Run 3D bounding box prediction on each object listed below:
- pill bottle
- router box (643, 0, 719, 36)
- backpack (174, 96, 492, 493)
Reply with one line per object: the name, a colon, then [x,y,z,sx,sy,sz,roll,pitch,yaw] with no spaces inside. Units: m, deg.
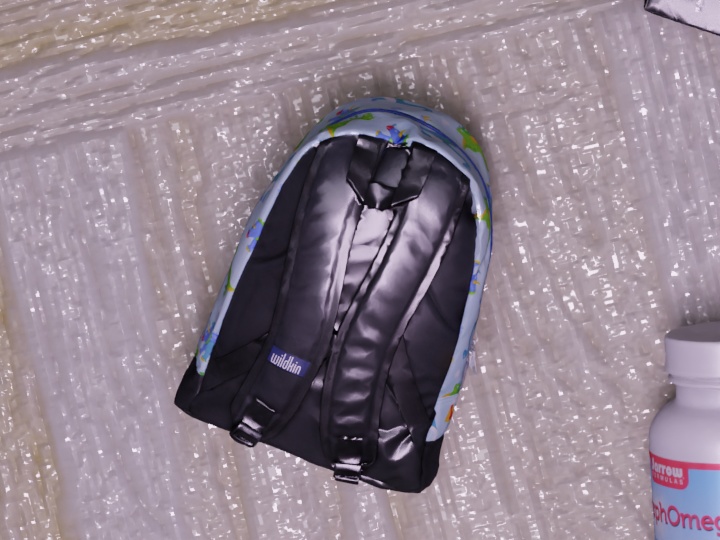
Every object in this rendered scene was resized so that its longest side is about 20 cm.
pill bottle: [0.221,0.133,1.586,0.108,0.109,0.200,-4,97,8]
router box: [0.260,-0.218,1.559,0.149,0.051,0.200,19,100,2]
backpack: [0.000,0.000,1.589,0.163,0.154,0.200,18,122,7]
